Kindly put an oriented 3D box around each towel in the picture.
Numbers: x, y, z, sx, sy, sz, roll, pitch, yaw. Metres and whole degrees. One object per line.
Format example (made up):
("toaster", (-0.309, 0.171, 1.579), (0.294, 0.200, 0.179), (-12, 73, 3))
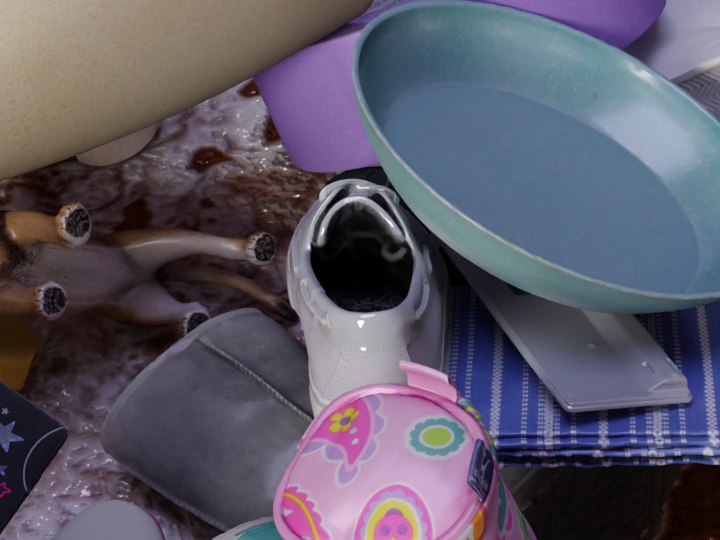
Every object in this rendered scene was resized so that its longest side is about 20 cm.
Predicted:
("towel", (0.085, 0.045, 1.119), (0.199, 0.024, 0.145), (0, 26, 3))

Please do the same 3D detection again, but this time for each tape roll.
("tape roll", (0.044, -0.122, 1.310), (0.200, 0.066, 0.200), (-23, 15, 6))

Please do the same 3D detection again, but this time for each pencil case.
("pencil case", (0.038, 0.119, 0.994), (0.087, 0.200, 0.088), (-12, 49, 15))

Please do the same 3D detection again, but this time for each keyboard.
("keyboard", (0.075, 0.006, 1.143), (0.056, 0.011, 0.200), (-9, 31, -17))

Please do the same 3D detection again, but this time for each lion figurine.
("lion figurine", (-0.136, -0.001, 1.241), (0.122, 0.200, 0.073), (2, 77, 47))

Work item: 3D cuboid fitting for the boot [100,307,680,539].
("boot", (0.012, 0.075, 1.162), (0.182, 0.073, 0.200), (-28, 38, -25))

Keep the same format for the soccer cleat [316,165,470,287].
("soccer cleat", (0.051, 0.010, 1.223), (0.200, 0.068, 0.081), (24, 49, 28))

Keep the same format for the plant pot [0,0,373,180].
("plant pot", (-0.126, -0.131, 1.182), (0.200, 0.188, 0.187), (-40, 49, -21))

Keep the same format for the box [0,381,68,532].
("box", (-0.223, 0.122, 1.033), (0.115, 0.132, 0.200), (36, 63, -3))

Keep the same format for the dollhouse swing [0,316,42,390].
("dollhouse swing", (-0.282, 0.054, 1.248), (0.200, 0.176, 0.182), (39, 100, 40))

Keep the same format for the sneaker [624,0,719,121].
("sneaker", (0.121, -0.078, 1.323), (0.199, 0.074, 0.116), (-13, 19, 11))

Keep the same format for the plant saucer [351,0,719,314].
("plant saucer", (0.082, -0.042, 1.144), (0.199, 0.036, 0.200), (18, 33, -12))

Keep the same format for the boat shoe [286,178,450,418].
("boat shoe", (0.000, 0.000, 1.110), (0.072, 0.069, 0.200), (0, 25, 4))

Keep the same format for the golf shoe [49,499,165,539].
("golf shoe", (-0.127, 0.152, 1.067), (0.075, 0.092, 0.200), (6, 41, 18))

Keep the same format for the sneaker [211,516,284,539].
("sneaker", (-0.061, 0.175, 1.020), (0.080, 0.071, 0.200), (10, 47, 43))

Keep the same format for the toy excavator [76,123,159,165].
("toy excavator", (-0.185, -0.145, 1.436), (0.194, 0.100, 0.200), (4, 56, 12))
